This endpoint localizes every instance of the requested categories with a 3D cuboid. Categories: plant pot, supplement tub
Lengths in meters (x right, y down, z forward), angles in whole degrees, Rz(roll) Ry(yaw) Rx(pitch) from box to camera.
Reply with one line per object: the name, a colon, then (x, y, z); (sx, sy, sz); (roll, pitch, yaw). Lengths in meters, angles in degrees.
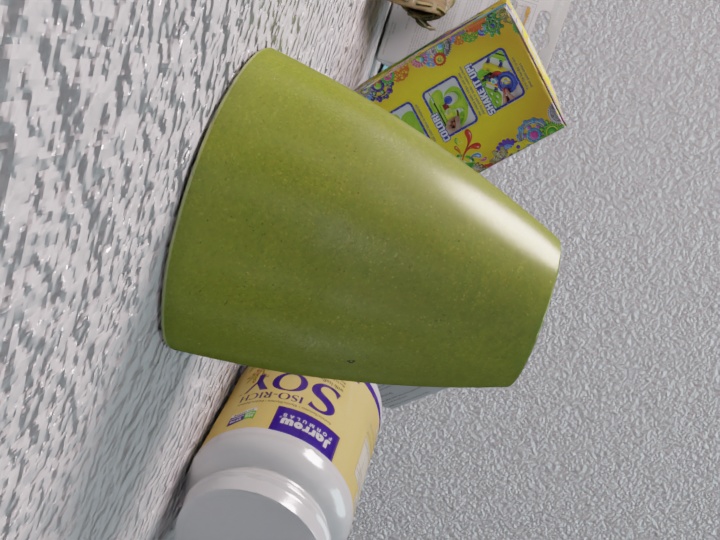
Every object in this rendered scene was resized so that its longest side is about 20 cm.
plant pot: (0.011, -0.009, 0.501); (0.187, 0.197, 0.190); (19, 90, -87)
supplement tub: (-0.066, 0.168, 0.727); (0.201, 0.144, 0.147); (-67, 175, -59)

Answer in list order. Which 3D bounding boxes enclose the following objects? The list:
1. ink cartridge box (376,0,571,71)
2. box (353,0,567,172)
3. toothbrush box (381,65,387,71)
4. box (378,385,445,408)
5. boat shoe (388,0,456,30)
ink cartridge box: (0.135, -0.295, 0.992); (0.057, 0.197, 0.165); (-44, 154, -78)
box: (0.091, -0.168, 0.844); (0.191, 0.123, 0.200); (-28, -167, 18)
toothbrush box: (0.051, -0.200, 1.149); (0.147, 0.084, 0.202); (101, 8, -75)
box: (0.052, 0.072, 1.202); (0.200, 0.129, 0.201); (-36, -143, 59)
boat shoe: (0.056, -0.295, 0.882); (0.063, 0.073, 0.200); (-65, 167, 10)
